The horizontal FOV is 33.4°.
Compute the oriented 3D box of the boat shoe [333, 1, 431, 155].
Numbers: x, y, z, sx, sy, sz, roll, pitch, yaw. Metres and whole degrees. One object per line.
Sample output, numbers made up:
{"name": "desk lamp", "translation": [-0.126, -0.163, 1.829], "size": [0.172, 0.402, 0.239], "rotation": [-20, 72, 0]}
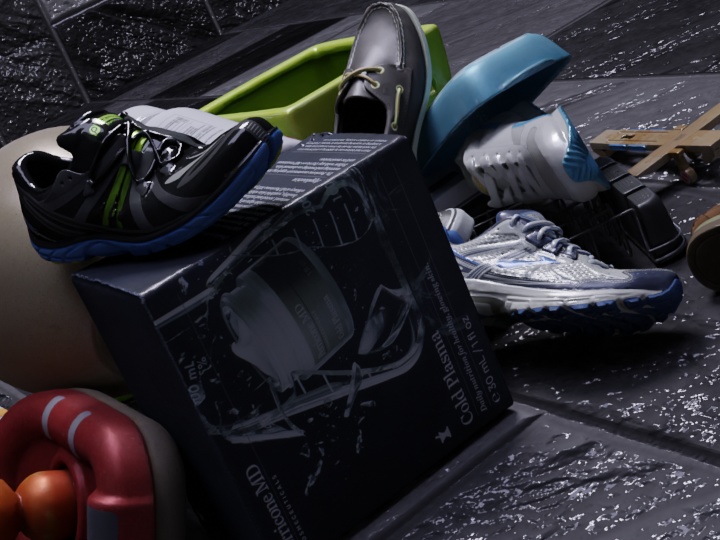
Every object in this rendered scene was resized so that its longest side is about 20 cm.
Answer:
{"name": "boat shoe", "translation": [0.013, -0.132, 0.990], "size": [0.072, 0.202, 0.061], "rotation": [-5, -13, 35]}

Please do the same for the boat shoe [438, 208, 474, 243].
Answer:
{"name": "boat shoe", "translation": [0.000, 0.000, 0.946], "size": [0.200, 0.064, 0.071], "rotation": [-33, 22, 32]}

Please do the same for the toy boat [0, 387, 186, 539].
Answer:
{"name": "toy boat", "translation": [-0.198, 0.147, 0.742], "size": [0.130, 0.131, 0.200], "rotation": [-2, 6, -32]}

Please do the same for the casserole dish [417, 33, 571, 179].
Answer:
{"name": "casserole dish", "translation": [0.101, -0.140, 1.021], "size": [0.121, 0.039, 0.200], "rotation": [-31, -7, -23]}

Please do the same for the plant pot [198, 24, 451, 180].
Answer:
{"name": "plant pot", "translation": [-0.020, -0.108, 1.152], "size": [0.200, 0.182, 0.199], "rotation": [-36, 23, -30]}

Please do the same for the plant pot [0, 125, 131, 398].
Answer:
{"name": "plant pot", "translation": [-0.180, 0.011, 0.844], "size": [0.200, 0.201, 0.134], "rotation": [-33, 37, -25]}

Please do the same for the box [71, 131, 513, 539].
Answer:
{"name": "box", "translation": [-0.039, 0.045, 0.755], "size": [0.196, 0.200, 0.124], "rotation": [-33, 21, -24]}

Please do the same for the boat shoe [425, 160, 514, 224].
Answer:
{"name": "boat shoe", "translation": [0.065, -0.040, 1.050], "size": [0.200, 0.066, 0.070], "rotation": [-35, 25, -17]}

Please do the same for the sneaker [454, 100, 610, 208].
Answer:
{"name": "sneaker", "translation": [0.131, -0.080, 0.930], "size": [0.081, 0.077, 0.200], "rotation": [-33, 12, -1]}

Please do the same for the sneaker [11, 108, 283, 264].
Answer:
{"name": "sneaker", "translation": [-0.133, -0.056, 0.698], "size": [0.199, 0.083, 0.071], "rotation": [-9, 25, 35]}

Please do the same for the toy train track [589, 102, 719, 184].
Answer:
{"name": "toy train track", "translation": [0.264, -0.104, 1.053], "size": [0.115, 0.033, 0.200], "rotation": [-35, 16, -11]}

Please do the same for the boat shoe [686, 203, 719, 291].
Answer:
{"name": "boat shoe", "translation": [0.312, -0.045, 0.779], "size": [0.200, 0.072, 0.068], "rotation": [-12, 24, 30]}

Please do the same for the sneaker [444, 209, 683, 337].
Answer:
{"name": "sneaker", "translation": [0.120, -0.003, 0.816], "size": [0.200, 0.085, 0.077], "rotation": [0, -15, 32]}

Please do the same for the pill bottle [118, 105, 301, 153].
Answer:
{"name": "pill bottle", "translation": [-0.130, -0.076, 1.027], "size": [0.200, 0.114, 0.113], "rotation": [21, 46, 38]}

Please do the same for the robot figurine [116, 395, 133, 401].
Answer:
{"name": "robot figurine", "translation": [-0.198, 0.048, 1.046], "size": [0.200, 0.116, 0.175], "rotation": [-22, 14, 3]}

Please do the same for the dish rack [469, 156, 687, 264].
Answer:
{"name": "dish rack", "translation": [0.138, -0.022, 0.947], "size": [0.200, 0.055, 0.153], "rotation": [-25, 18, 3]}

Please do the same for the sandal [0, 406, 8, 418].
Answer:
{"name": "sandal", "translation": [-0.298, 0.133, 0.899], "size": [0.206, 0.059, 0.079], "rotation": [23, 71, 20]}
